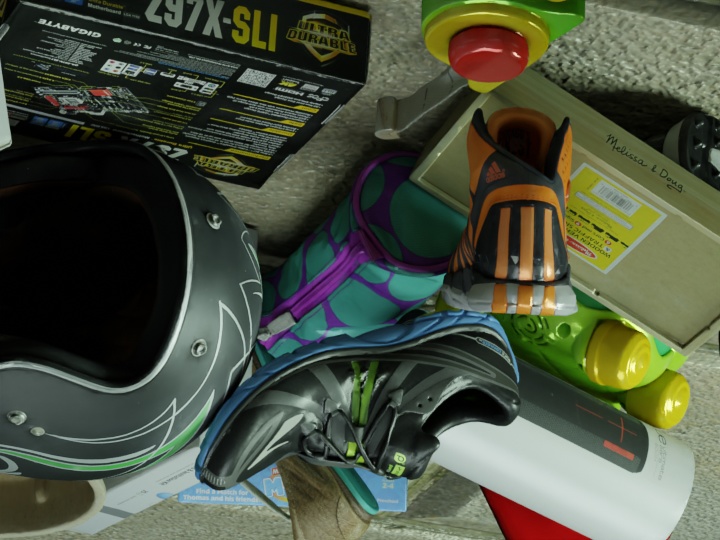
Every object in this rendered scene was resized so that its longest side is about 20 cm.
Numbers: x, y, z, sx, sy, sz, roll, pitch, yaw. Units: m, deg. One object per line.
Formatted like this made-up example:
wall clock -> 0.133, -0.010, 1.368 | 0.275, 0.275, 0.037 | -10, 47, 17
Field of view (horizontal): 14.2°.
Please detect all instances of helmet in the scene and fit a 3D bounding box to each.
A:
helmet -> -0.151, 0.023, 1.617 | 0.190, 0.201, 0.200 | -6, 159, -15

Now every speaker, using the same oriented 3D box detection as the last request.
speaker -> 0.102, 0.101, 1.749 | 0.199, 0.082, 0.081 | 27, 149, -19

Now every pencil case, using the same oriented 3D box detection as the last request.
pencil case -> 0.000, 0.000, 1.776 | 0.092, 0.085, 0.200 | -26, 170, -30

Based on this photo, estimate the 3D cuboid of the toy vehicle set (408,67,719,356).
toy vehicle set -> 0.136, -0.035, 1.655 | 0.200, 0.027, 0.124 | 33, 149, -6

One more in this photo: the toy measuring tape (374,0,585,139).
toy measuring tape -> 0.044, -0.122, 1.517 | 0.073, 0.074, 0.200 | 17, 153, -29

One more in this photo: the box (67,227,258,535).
box -> -0.137, 0.071, 1.870 | 0.041, 0.157, 0.200 | 16, 153, -29

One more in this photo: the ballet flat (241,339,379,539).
ballet flat -> -0.063, 0.096, 1.863 | 0.072, 0.200, 0.068 | -34, 164, 9

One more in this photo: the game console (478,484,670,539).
game console -> 0.090, 0.127, 1.887 | 0.172, 0.119, 0.200 | 6, -169, 30

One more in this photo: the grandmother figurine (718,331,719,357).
grandmother figurine -> 0.278, 0.029, 1.854 | 0.199, 0.061, 0.121 | 24, 121, -34

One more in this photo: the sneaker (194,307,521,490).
sneaker -> 0.002, 0.082, 1.623 | 0.199, 0.083, 0.071 | -16, 154, -19

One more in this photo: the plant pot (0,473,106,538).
plant pot -> -0.250, 0.048, 1.797 | 0.199, 0.184, 0.201 | 3, 156, 1

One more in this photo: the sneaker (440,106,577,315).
sneaker -> 0.089, -0.033, 1.602 | 0.077, 0.113, 0.200 | 3, 180, -6

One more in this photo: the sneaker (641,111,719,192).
sneaker -> 0.215, -0.030, 1.715 | 0.090, 0.067, 0.200 | -13, 148, 38

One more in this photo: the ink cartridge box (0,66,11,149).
ink cartridge box -> -0.286, -0.117, 1.453 | 0.199, 0.146, 0.083 | -4, -171, 17

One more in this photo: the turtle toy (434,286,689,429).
turtle toy -> 0.146, 0.031, 1.808 | 0.145, 0.101, 0.200 | 17, 168, 31

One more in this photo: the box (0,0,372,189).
box -> -0.115, -0.112, 1.584 | 0.199, 0.050, 0.160 | 12, 157, -20

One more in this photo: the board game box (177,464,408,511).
board game box -> -0.039, 0.117, 1.978 | 0.150, 0.037, 0.200 | 2, -168, 2
